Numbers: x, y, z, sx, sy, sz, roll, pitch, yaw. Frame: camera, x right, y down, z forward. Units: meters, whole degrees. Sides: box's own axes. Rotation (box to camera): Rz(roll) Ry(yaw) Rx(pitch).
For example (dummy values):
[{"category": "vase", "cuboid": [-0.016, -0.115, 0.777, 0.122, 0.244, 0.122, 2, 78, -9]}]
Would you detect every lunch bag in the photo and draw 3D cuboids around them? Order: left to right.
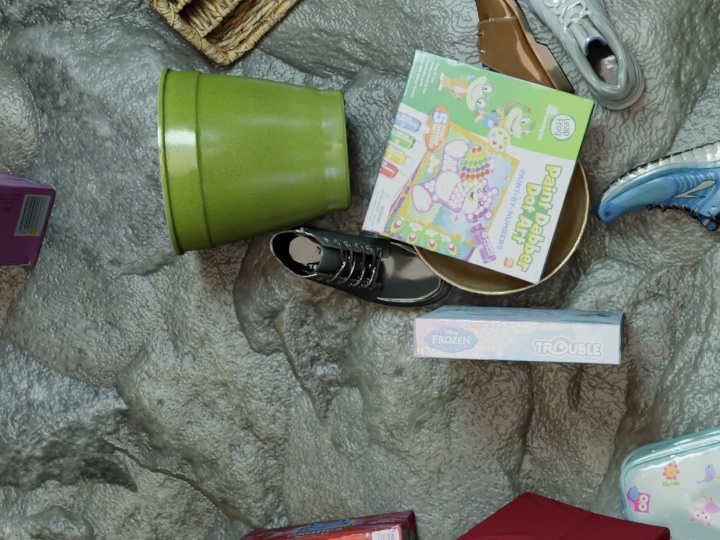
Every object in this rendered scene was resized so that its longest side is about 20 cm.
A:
[{"category": "lunch bag", "cuboid": [0.376, 0.238, 1.447, 0.199, 0.077, 0.161, -16, 87, 12]}]

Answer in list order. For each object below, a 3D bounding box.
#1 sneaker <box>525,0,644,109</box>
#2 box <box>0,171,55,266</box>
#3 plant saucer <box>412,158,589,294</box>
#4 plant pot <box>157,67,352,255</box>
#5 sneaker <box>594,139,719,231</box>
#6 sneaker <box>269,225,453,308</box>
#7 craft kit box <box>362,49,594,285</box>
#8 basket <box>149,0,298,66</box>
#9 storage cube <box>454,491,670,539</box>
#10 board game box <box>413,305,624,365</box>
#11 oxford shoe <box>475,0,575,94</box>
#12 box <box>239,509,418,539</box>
[{"category": "sneaker", "cuboid": [0.232, -0.262, 1.461, 0.074, 0.087, 0.200, -37, 83, 12]}, {"category": "box", "cuboid": [-0.477, -0.078, 1.563, 0.199, 0.176, 0.097, 17, 95, 11]}, {"category": "plant saucer", "cuboid": [0.146, -0.073, 1.501, 0.199, 0.035, 0.201, -1, 86, 9]}, {"category": "plant pot", "cuboid": [-0.107, -0.122, 1.493, 0.192, 0.200, 0.201, -3, 91, -1]}, {"category": "sneaker", "cuboid": [0.343, -0.080, 1.448, 0.199, 0.078, 0.090, -16, 91, 12]}, {"category": "sneaker", "cuboid": [0.000, 0.000, 1.501, 0.199, 0.106, 0.075, 11, 93, 8]}, {"category": "craft kit box", "cuboid": [0.123, -0.108, 1.460, 0.197, 0.049, 0.201, 17, 94, 7]}, {"category": "basket", "cuboid": [-0.140, -0.344, 1.506, 0.200, 0.143, 0.149, -40, 83, 10]}, {"category": "storage cube", "cuboid": [0.195, 0.348, 1.399, 0.170, 0.180, 0.201, 9, 105, 32]}, {"category": "board game box", "cuboid": [0.168, 0.064, 1.423, 0.199, 0.199, 0.044, 2, 92, 12]}, {"category": "oxford shoe", "cuboid": [0.147, -0.257, 1.488, 0.071, 0.071, 0.200, -32, 86, 14]}, {"category": "box", "cuboid": [-0.035, 0.330, 1.522, 0.199, 0.095, 0.100, -10, 89, 12]}]
